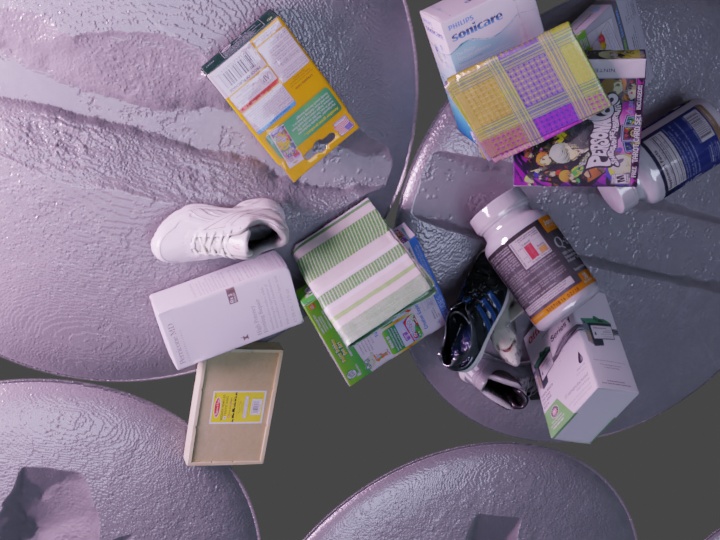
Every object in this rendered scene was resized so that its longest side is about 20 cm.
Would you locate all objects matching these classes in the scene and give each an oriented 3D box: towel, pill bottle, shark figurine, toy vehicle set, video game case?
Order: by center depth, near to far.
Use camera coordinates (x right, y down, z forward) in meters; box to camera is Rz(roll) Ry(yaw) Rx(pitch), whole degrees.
[{"bbox_3d":[0.226,-0.242,1.596,0.199,0.023,0.144,-23,114,25],"label":"towel"},{"bbox_3d":[0.305,-0.212,1.637,0.179,0.036,0.201,2,124,8],"label":"video game case"},{"bbox_3d":[0.000,0.000,1.668,0.152,0.200,0.023,-32,145,-4],"label":"towel"},{"bbox_3d":[0.260,-0.019,1.754,0.116,0.116,0.201,-34,81,-4],"label":"pill bottle"},{"bbox_3d":[-0.194,0.204,1.776,0.123,0.027,0.202,3,111,-22],"label":"toy vehicle set"},{"bbox_3d":[0.469,-0.175,1.816,0.199,0.111,0.111,-31,120,-6],"label":"pill bottle"},{"bbox_3d":[0.254,0.042,1.866,0.216,0.128,0.089,-61,146,-8],"label":"shark figurine"}]

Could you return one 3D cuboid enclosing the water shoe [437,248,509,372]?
[{"bbox_3d":[0.177,0.060,1.797,0.079,0.071,0.202,21,84,-61],"label":"water shoe"}]

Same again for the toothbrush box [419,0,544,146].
[{"bbox_3d":[0.190,-0.303,1.665,0.146,0.085,0.201,-27,121,-7],"label":"toothbrush box"}]

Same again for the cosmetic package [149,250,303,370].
[{"bbox_3d":[-0.193,0.056,1.685,0.199,0.074,0.102,-22,119,-12],"label":"cosmetic package"}]

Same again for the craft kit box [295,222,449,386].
[{"bbox_3d":[0.024,0.055,1.762,0.197,0.049,0.201,-34,133,-8],"label":"craft kit box"}]

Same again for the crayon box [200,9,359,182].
[{"bbox_3d":[-0.109,-0.238,1.598,0.125,0.052,0.200,-39,120,-1],"label":"crayon box"}]

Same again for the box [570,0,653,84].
[{"bbox_3d":[0.351,-0.301,1.705,0.200,0.041,0.157,-43,125,-31],"label":"box"}]

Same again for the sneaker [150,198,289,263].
[{"bbox_3d":[-0.191,-0.049,1.622,0.198,0.099,0.079,-15,117,-14],"label":"sneaker"}]

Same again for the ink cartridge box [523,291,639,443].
[{"bbox_3d":[0.344,0.148,1.841,0.084,0.201,0.147,9,136,-23],"label":"ink cartridge box"}]

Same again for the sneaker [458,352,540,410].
[{"bbox_3d":[0.262,0.197,1.899,0.198,0.116,0.076,11,109,-25],"label":"sneaker"}]
